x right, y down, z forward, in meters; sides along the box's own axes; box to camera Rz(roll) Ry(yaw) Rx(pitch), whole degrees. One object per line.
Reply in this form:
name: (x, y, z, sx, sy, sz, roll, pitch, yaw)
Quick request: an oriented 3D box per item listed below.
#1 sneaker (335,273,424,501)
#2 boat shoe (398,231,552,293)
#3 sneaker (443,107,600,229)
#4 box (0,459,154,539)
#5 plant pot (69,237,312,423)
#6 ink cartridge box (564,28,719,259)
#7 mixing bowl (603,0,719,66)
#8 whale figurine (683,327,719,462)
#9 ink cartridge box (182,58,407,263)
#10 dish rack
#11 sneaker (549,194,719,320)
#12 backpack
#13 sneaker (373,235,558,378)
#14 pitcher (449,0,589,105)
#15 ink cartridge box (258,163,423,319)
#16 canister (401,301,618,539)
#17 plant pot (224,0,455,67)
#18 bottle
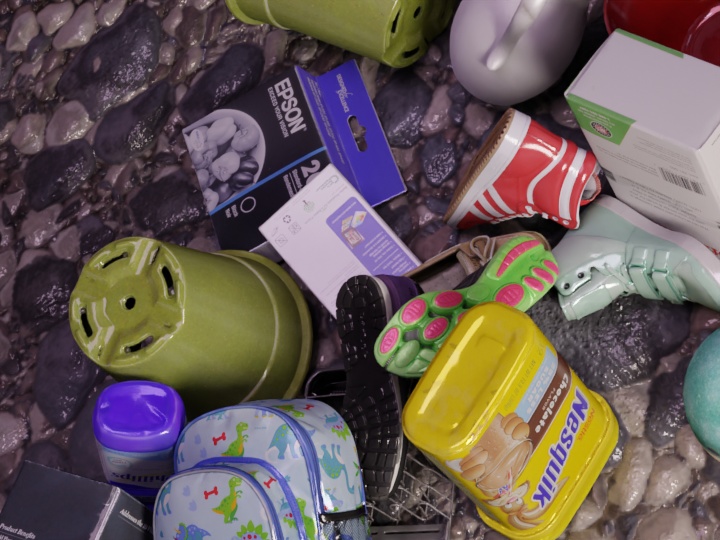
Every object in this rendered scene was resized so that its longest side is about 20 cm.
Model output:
sneaker: (0.034, 0.103, 1.670, 0.076, 0.087, 0.200, 1, 90, 44)
boat shoe: (0.082, 0.016, 1.735, 0.200, 0.063, 0.073, -20, 69, 6)
sneaker: (0.152, -0.072, 1.748, 0.112, 0.200, 0.071, 25, 66, -5)
box: (-0.246, 0.305, 1.687, 0.124, 0.200, 0.197, 12, 69, 34)
plant pot: (-0.174, 0.051, 1.772, 0.200, 0.190, 0.200, -7, 71, 21)
ink cartridge box: (0.282, -0.102, 1.641, 0.146, 0.200, 0.084, 28, 75, 36)
mixing bowl: (0.337, -0.237, 1.747, 0.200, 0.108, 0.200, -13, 58, 22)
whale figurine: (0.356, 0.110, 1.537, 0.200, 0.104, 0.159, 25, 76, 36)
ink cartridge box: (-0.072, -0.114, 1.939, 0.200, 0.043, 0.198, -28, 52, 10)
dish rack: (0.018, 0.185, 1.708, 0.153, 0.055, 0.200, -6, 60, 26)
sneaker: (0.245, 0.018, 1.668, 0.118, 0.074, 0.200, -46, 41, -11)
backpack: (-0.086, 0.214, 1.633, 0.183, 0.147, 0.200, -8, 86, 36)
sneaker: (0.093, 0.045, 1.644, 0.200, 0.084, 0.077, -29, 71, -31)
pitcher: (0.154, -0.239, 1.779, 0.121, 0.200, 0.172, 35, 44, 3)
ink cartridge box: (0.000, 0.000, 1.815, 0.099, 0.039, 0.200, -41, 68, 0)
canister: (0.128, 0.131, 1.587, 0.086, 0.200, 0.149, 25, 76, 37)
plant pot: (-0.007, -0.303, 1.942, 0.190, 0.200, 0.200, 34, 81, 24)
bottle: (-0.197, 0.173, 1.738, 0.083, 0.200, 0.065, 1, 58, 0)
